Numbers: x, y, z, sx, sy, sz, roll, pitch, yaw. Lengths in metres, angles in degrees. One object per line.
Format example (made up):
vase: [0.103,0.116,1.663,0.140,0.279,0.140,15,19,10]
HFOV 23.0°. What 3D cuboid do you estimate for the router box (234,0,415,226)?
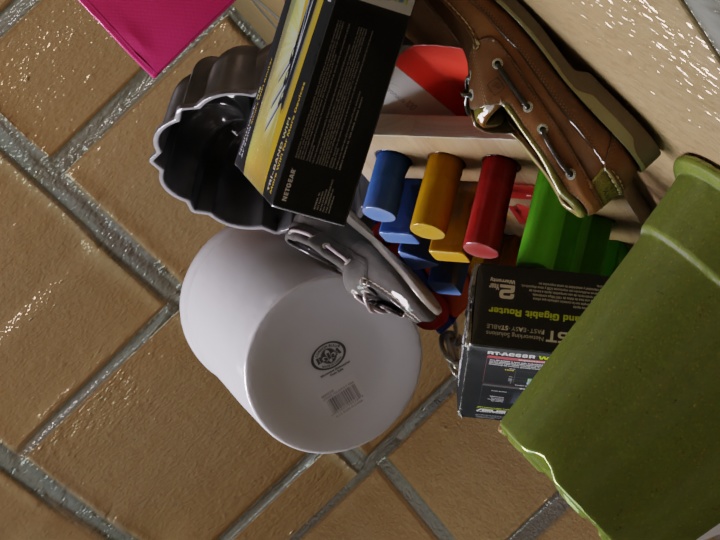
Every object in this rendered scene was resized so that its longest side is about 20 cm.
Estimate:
router box: [-0.019,-0.143,1.153,0.052,0.200,0.157,15,-172,-15]

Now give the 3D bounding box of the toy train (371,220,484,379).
toy train: [0.103,0.010,1.505,0.200,0.116,0.085,60,-154,-8]

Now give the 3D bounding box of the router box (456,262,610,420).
router box: [0.168,0.059,1.215,0.200,0.062,0.150,6,158,2]

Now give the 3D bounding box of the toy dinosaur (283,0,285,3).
toy dinosaur: [-0.035,-0.242,1.373,0.200,0.086,0.136,50,180,4]

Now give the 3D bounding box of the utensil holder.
utensil holder: [-0.053,0.051,1.541,0.170,0.170,0.200,46,177,-23]

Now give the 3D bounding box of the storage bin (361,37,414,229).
storage bin: [-0.004,-0.124,1.579,0.134,0.200,0.146,37,-139,21]

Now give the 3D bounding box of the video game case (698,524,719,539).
video game case: [0.294,0.183,1.406,0.182,0.200,0.022,48,-160,-85]

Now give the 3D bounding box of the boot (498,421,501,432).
boot: [0.225,0.119,1.398,0.155,0.200,0.074,54,-170,-11]

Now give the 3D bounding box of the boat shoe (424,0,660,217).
boat shoe: [0.092,-0.117,1.092,0.200,0.068,0.072,47,-178,24]

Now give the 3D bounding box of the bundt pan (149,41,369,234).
bundt pan: [-0.070,-0.115,1.456,0.202,0.202,0.076,46,-143,-48]

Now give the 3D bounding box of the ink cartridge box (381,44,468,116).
ink cartridge box: [0.052,-0.104,1.277,0.200,0.047,0.160,9,161,46]

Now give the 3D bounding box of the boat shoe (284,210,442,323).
boat shoe: [0.000,0.000,1.389,0.067,0.057,0.200,43,-177,-37]

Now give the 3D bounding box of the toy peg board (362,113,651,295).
toy peg board: [0.096,-0.022,1.278,0.199,0.098,0.200,4,157,27]

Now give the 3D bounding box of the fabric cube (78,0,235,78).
fabric cube: [-0.199,-0.327,1.597,0.196,0.199,0.200,47,180,-30]

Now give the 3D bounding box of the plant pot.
plant pot: [0.187,0.068,1.030,0.200,0.190,0.200,47,180,0]
